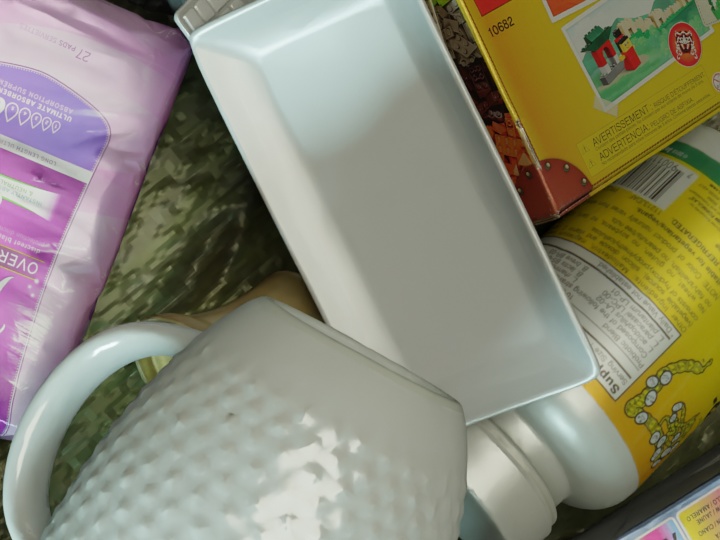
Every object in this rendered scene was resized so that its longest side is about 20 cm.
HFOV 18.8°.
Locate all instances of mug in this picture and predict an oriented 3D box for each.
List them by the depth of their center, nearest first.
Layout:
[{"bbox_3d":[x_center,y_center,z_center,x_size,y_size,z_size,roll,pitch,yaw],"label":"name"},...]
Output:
[{"bbox_3d":[-0.060,0.097,0.843,0.200,0.148,0.176,30,91,34],"label":"mug"}]

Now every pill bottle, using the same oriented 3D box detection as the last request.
[{"bbox_3d":[0.109,0.036,0.987,0.200,0.113,0.113,-43,94,-15],"label":"pill bottle"}]

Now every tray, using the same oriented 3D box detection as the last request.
[{"bbox_3d":[0.016,-0.030,0.906,0.107,0.022,0.201,-22,100,29],"label":"tray"}]

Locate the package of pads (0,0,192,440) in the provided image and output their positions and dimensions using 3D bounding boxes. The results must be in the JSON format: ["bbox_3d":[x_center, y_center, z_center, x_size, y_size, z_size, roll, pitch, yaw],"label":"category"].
[{"bbox_3d":[-0.161,-0.035,0.950,0.120,0.076,0.201,22,79,-10],"label":"package of pads"}]

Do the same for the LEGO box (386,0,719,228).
[{"bbox_3d":[0.094,-0.123,0.958,0.200,0.077,0.149,-32,99,-35],"label":"LEGO box"}]

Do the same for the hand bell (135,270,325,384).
[{"bbox_3d":[0.000,0.000,0.993,0.104,0.104,0.200,47,62,-4],"label":"hand bell"}]

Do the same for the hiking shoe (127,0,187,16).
[{"bbox_3d":[-0.109,-0.205,0.974,0.101,0.076,0.200,-36,78,-22],"label":"hiking shoe"}]

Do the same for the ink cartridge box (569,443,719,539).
[{"bbox_3d":[0.203,0.181,1.011,0.136,0.076,0.201,-30,92,-15],"label":"ink cartridge box"}]

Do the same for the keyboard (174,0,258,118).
[{"bbox_3d":[-0.016,-0.145,0.983,0.056,0.011,0.200,58,46,-22],"label":"keyboard"}]
